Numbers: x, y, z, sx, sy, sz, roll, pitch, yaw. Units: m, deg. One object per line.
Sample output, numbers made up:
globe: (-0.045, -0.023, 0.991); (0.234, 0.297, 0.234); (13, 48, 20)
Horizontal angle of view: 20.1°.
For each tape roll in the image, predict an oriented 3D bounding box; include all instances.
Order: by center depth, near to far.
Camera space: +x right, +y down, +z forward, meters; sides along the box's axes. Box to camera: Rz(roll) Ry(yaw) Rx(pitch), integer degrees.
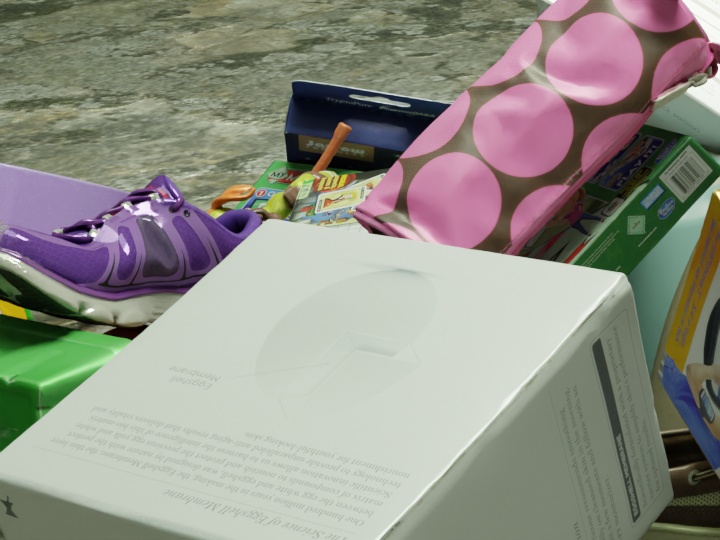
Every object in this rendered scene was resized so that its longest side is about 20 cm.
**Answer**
tape roll: (-0.249, -0.037, 1.361); (0.199, 0.066, 0.200); (10, -2, 0)

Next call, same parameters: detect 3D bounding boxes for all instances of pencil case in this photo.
pencil case: (0.094, -0.068, 1.043); (0.094, 0.200, 0.091); (44, -1, 21)

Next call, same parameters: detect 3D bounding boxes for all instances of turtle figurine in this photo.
turtle figurine: (-0.053, -0.011, 1.244); (0.200, 0.064, 0.161); (-43, 41, -11)

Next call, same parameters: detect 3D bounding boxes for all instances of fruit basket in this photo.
fruit basket: (-0.140, 0.074, 1.107); (0.185, 0.094, 0.200); (9, 6, 36)

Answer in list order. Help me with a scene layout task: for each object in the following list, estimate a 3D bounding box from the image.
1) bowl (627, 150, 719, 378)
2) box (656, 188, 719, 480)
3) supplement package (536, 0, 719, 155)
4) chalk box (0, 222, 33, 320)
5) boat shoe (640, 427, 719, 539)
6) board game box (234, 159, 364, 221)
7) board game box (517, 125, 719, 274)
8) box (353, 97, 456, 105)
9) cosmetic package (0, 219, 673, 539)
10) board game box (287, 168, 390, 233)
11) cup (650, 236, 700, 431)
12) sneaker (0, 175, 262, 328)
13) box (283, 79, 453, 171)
bowl: (0.170, -0.012, 1.229); (0.200, 0.105, 0.201); (-3, 17, 1)
box: (0.191, 0.072, 0.833); (0.041, 0.119, 0.200); (-10, 47, -17)
supplement package: (0.223, -0.122, 1.307); (0.200, 0.156, 0.111); (37, 74, 17)
chalk box: (-0.311, 0.015, 1.206); (0.200, 0.124, 0.124); (-12, 9, 45)
boat shoe: (0.108, 0.095, 0.951); (0.201, 0.075, 0.075); (-3, 17, 7)
board game box: (-0.012, -0.008, 1.300); (0.199, 0.029, 0.135); (10, 48, 38)
board game box: (0.092, 0.002, 1.096); (0.200, 0.029, 0.135); (-47, 18, -3)
box: (0.083, -0.098, 1.526); (0.158, 0.049, 0.200); (4, 1, 24)
cosmetic package: (-0.010, 0.090, 0.849); (0.199, 0.123, 0.200); (10, 38, 38)
board game box: (0.000, 0.000, 1.126); (0.104, 0.024, 0.200); (-5, 31, 14)
cup: (0.242, 0.022, 1.039); (0.199, 0.144, 0.200); (-4, 17, 1)
sneaker: (-0.132, -0.013, 1.115); (0.080, 0.084, 0.200); (9, 4, 40)
box: (0.010, -0.076, 1.395); (0.121, 0.033, 0.200); (9, -16, 2)
